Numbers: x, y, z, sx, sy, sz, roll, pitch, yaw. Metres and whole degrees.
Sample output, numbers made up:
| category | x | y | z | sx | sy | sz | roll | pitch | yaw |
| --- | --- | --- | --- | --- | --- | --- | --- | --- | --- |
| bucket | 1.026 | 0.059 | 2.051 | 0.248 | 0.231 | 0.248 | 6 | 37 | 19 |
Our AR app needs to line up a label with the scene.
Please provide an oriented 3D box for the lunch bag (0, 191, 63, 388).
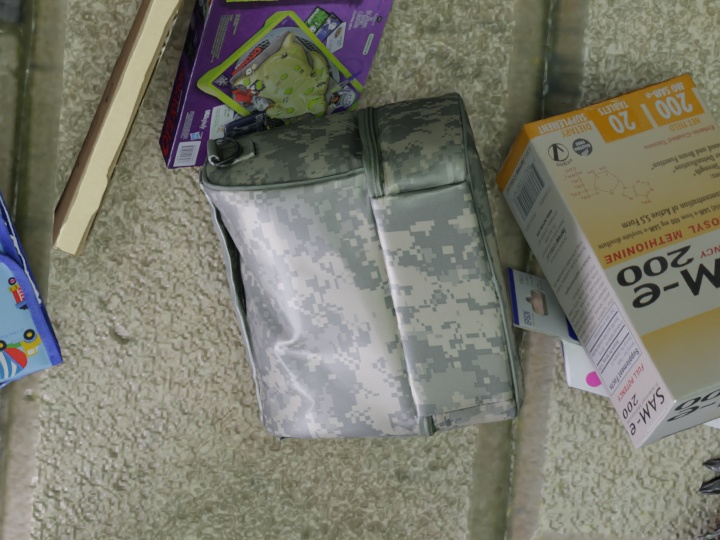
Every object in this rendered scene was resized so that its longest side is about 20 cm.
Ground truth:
| category | x | y | z | sx | sy | sz | roll | pitch | yaw |
| --- | --- | --- | --- | --- | --- | --- | --- | --- | --- |
| lunch bag | -0.285 | 0.005 | 1.476 | 0.150 | 0.094 | 0.201 | -21 | 110 | -2 |

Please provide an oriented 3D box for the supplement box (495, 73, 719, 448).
| category | x | y | z | sx | sy | sz | roll | pitch | yaw |
| --- | --- | --- | --- | --- | --- | --- | --- | --- | --- |
| supplement box | 0.185 | -0.008 | 1.443 | 0.125 | 0.074 | 0.201 | -18 | 68 | -23 |

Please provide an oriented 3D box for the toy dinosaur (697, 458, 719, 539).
| category | x | y | z | sx | sy | sz | roll | pitch | yaw |
| --- | --- | --- | --- | --- | --- | --- | --- | --- | --- |
| toy dinosaur | 0.283 | 0.169 | 1.500 | 0.199 | 0.136 | 0.103 | -17 | 97 | -2 |

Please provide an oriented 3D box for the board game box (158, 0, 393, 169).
| category | x | y | z | sx | sy | sz | roll | pitch | yaw |
| --- | --- | --- | --- | --- | --- | --- | --- | --- | --- |
| board game box | -0.045 | -0.142 | 1.416 | 0.119 | 0.032 | 0.201 | -1 | 138 | -21 |

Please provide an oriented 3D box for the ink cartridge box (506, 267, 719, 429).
| category | x | y | z | sx | sy | sz | roll | pitch | yaw |
| --- | --- | --- | --- | --- | --- | --- | --- | --- | --- |
| ink cartridge box | 0.184 | 0.055 | 1.498 | 0.199 | 0.095 | 0.037 | 18 | 111 | -7 |

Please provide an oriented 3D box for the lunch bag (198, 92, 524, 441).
| category | x | y | z | sx | sy | sz | roll | pitch | yaw |
| --- | --- | --- | --- | --- | --- | --- | --- | --- | --- |
| lunch bag | 0.000 | 0.000 | 1.442 | 0.167 | 0.139 | 0.201 | -12 | 113 | 1 |

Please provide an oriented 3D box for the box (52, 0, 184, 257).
| category | x | y | z | sx | sy | sz | roll | pitch | yaw |
| --- | --- | --- | --- | --- | --- | --- | --- | --- | --- |
| box | -0.140 | -0.113 | 1.422 | 0.021 | 0.163 | 0.201 | 21 | 95 | -10 |
